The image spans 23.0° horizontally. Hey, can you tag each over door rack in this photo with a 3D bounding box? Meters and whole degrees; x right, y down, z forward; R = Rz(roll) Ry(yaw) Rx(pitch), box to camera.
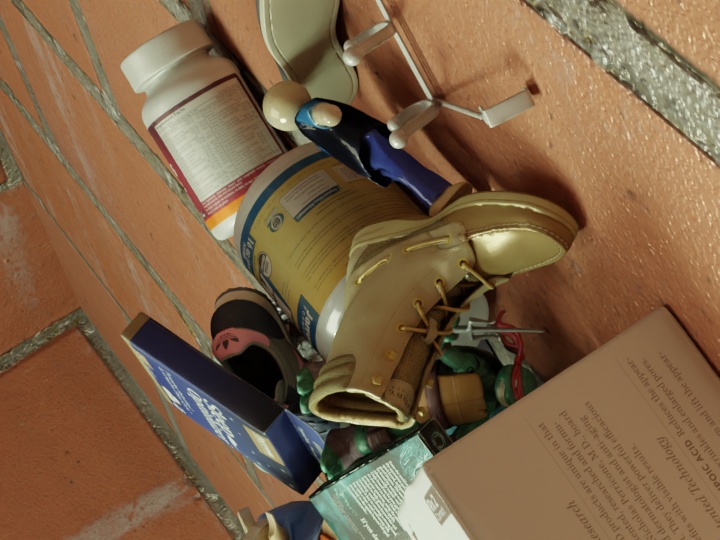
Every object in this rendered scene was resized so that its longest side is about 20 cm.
[{"bbox_3d":[0.025,-0.162,1.214,0.148,0.067,0.200,61,166,-13],"label":"over door rack"}]

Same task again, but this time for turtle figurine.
[{"bbox_3d":[0.059,0.100,1.341,0.101,0.200,0.150,-23,-78,-69],"label":"turtle figurine"}]

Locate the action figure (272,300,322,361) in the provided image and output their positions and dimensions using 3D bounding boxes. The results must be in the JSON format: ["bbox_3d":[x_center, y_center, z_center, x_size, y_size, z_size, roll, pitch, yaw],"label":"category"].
[{"bbox_3d":[-0.047,0.030,1.641,0.130,0.069,0.200,59,-145,-62],"label":"action figure"}]

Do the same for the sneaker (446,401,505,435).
[{"bbox_3d":[0.119,0.185,1.437,0.079,0.130,0.200,27,107,38],"label":"sneaker"}]

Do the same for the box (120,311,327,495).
[{"bbox_3d":[-0.103,0.118,1.462,0.200,0.032,0.121,30,161,29],"label":"box"}]

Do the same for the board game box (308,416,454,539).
[{"bbox_3d":[0.066,0.219,1.315,0.135,0.028,0.200,-35,92,40],"label":"board game box"}]

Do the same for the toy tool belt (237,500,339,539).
[{"bbox_3d":[-0.045,0.228,1.458,0.200,0.125,0.123,-3,106,55],"label":"toy tool belt"}]

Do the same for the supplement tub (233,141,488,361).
[{"bbox_3d":[0.000,0.000,1.473,0.200,0.145,0.145,48,163,36],"label":"supplement tub"}]

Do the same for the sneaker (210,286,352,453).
[{"bbox_3d":[-0.067,0.109,1.521,0.200,0.070,0.082,50,-154,-28],"label":"sneaker"}]

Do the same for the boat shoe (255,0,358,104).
[{"bbox_3d":[-0.055,-0.197,1.398,0.063,0.073,0.200,45,166,32],"label":"boat shoe"}]

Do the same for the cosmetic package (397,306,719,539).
[{"bbox_3d":[0.154,0.161,1.178,0.165,0.200,0.165,55,166,13],"label":"cosmetic package"}]

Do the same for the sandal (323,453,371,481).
[{"bbox_3d":[0.023,0.221,1.539,0.200,0.082,0.055,62,180,-16],"label":"sandal"}]

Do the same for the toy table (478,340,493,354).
[{"bbox_3d":[0.065,0.136,1.601,0.184,0.117,0.200,43,159,45],"label":"toy table"}]

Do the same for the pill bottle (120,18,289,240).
[{"bbox_3d":[-0.147,-0.140,1.748,0.200,0.109,0.110,58,166,0],"label":"pill bottle"}]

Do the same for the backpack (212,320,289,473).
[{"bbox_3d":[-0.052,0.110,1.765,0.153,0.200,0.176,49,162,32],"label":"backpack"}]

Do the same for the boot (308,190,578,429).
[{"bbox_3d":[0.054,0.030,1.227,0.200,0.156,0.073,-11,140,41],"label":"boot"}]

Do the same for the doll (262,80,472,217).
[{"bbox_3d":[0.003,-0.094,1.348,0.200,0.049,0.136,34,-178,29],"label":"doll"}]
